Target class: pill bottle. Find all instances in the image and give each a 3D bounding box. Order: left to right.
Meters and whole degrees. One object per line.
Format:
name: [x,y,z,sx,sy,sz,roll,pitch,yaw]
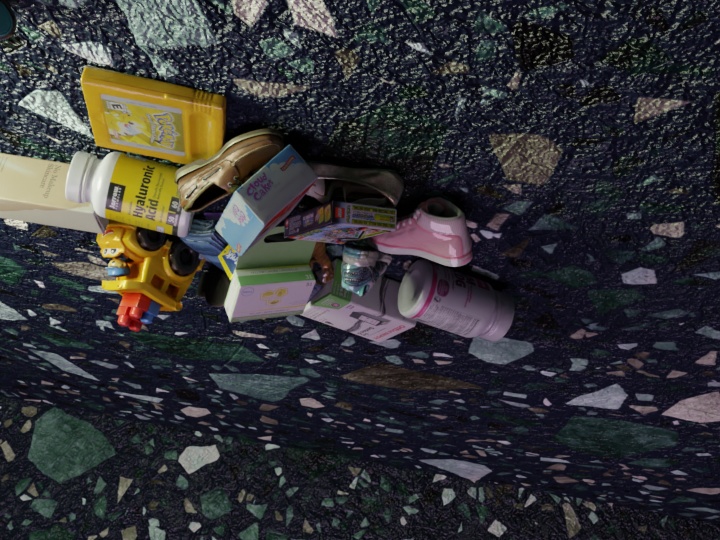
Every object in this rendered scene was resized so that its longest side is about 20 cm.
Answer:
pill bottle: [-0.369,-0.130,1.317,0.200,0.111,0.111,14,155,-9]
pill bottle: [0.181,0.061,1.520,0.200,0.113,0.113,19,154,-21]

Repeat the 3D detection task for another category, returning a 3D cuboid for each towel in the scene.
towel: [-0.259,-0.034,1.540,0.112,0.049,0.200,7,159,34]

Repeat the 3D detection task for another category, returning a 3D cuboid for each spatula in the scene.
spatula: [-0.189,-0.073,1.455,0.200,0.021,0.057,17,160,23]

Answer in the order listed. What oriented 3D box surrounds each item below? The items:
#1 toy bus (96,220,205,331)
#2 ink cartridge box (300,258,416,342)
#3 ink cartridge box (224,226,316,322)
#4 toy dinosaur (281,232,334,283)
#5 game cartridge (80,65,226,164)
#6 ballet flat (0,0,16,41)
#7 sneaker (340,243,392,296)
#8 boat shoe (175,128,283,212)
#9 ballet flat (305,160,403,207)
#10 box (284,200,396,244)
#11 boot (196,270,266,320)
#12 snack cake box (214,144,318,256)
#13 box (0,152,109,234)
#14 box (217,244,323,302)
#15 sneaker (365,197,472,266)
toy bus: [-0.422,0.009,1.527,0.136,0.192,0.200,1,154,38]
ink cartridge box: [-0.001,0.065,1.629,0.200,0.084,0.145,21,153,-23]
ink cartridge box: [-0.150,0.007,1.419,0.145,0.048,0.200,-5,142,-26]
toy dinosaur: [-0.093,-0.055,1.467,0.106,0.060,0.200,-8,142,4]
game cartridge: [-0.301,-0.219,1.197,0.200,0.032,0.176,12,155,-4]
ballet flat: [-0.525,-0.344,0.990,0.200,0.074,0.074,26,151,-28]
sneaker: [0.000,0.000,1.431,0.078,0.086,0.200,15,-177,14]
boat shoe: [-0.194,-0.146,1.224,0.200,0.068,0.072,-24,155,29]
ballet flat: [-0.034,-0.131,1.251,0.200,0.062,0.067,5,154,11]
box: [-0.037,-0.074,1.291,0.110,0.035,0.200,5,173,-25]
boot: [-0.248,0.056,1.678,0.150,0.073,0.200,20,172,-26]
snack cake box: [-0.149,-0.102,1.243,0.067,0.115,0.200,48,157,-3]
box: [-0.534,-0.133,1.394,0.200,0.095,0.078,8,155,1]
box: [-0.165,0.002,1.506,0.064,0.070,0.200,-47,140,16]
sneaker: [0.091,-0.078,1.321,0.200,0.075,0.105,15,130,34]
